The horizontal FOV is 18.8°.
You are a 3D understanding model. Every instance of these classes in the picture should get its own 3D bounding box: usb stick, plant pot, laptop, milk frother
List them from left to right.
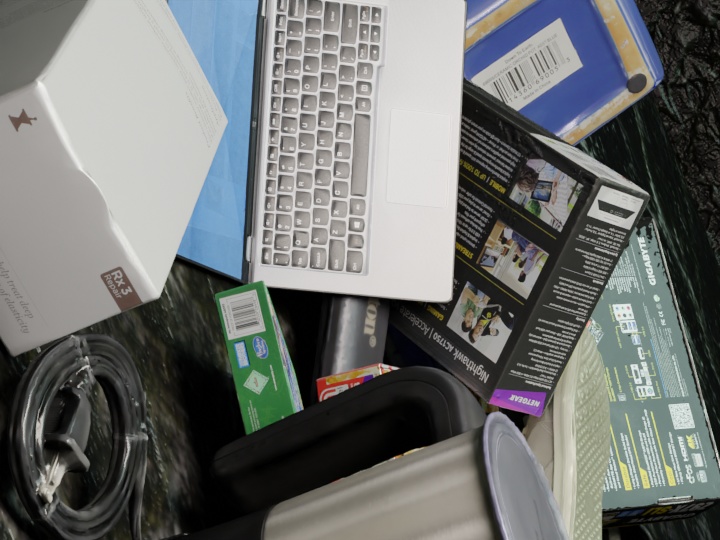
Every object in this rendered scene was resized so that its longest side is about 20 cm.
[{"bbox_3d":[-0.028,0.105,0.930,0.200,0.187,0.181,47,25,-55],"label":"milk frother"},{"bbox_3d":[-0.024,-0.088,1.227,0.116,0.199,0.189,152,-58,-74],"label":"laptop"},{"bbox_3d":[0.000,0.000,1.305,0.055,0.032,0.201,24,71,-59],"label":"usb stick"},{"bbox_3d":[0.093,-0.181,1.579,0.200,0.199,0.180,58,-4,-39],"label":"plant pot"}]

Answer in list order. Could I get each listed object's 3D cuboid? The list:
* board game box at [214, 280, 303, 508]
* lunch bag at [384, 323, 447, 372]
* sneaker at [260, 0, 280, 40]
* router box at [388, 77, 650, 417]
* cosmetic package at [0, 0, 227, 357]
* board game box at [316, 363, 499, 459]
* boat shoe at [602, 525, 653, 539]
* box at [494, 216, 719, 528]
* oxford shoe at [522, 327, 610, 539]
[{"bbox_3d":[-0.033,0.123,1.114,0.135,0.029,0.201,80,-4,-67],"label":"board game box"},{"bbox_3d":[0.060,0.040,1.515,0.201,0.075,0.160,64,19,-14],"label":"lunch bag"},{"bbox_3d":[-0.057,-0.229,1.342,0.073,0.114,0.201,43,22,-54],"label":"sneaker"},{"bbox_3d":[0.069,-0.025,1.325,0.051,0.150,0.200,16,15,-40],"label":"router box"},{"bbox_3d":[-0.131,-0.062,0.999,0.113,0.081,0.200,63,18,-20],"label":"cosmetic package"},{"bbox_3d":[0.044,0.161,1.264,0.151,0.046,0.201,14,65,-60],"label":"board game box"},{"bbox_3d":[0.108,0.172,1.399,0.201,0.063,0.074,12,87,-40],"label":"boat shoe"},{"bbox_3d":[0.139,0.065,1.401,0.159,0.049,0.201,-3,70,-28],"label":"box"},{"bbox_3d":[0.114,0.119,1.300,0.075,0.057,0.201,50,40,-46],"label":"oxford shoe"}]
